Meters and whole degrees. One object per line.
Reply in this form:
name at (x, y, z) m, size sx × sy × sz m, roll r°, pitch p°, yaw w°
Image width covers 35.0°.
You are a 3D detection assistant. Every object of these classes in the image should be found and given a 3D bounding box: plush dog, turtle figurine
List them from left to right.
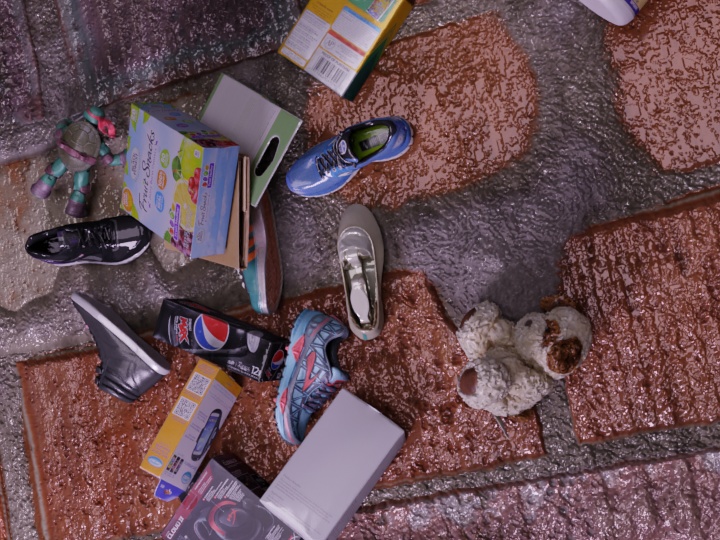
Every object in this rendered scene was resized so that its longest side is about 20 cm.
turtle figurine at (-0.431, -0.189, 1.780) m, size 0.150 × 0.101 × 0.200 m, roll 35°, pitch 104°, yaw 16°
plush dog at (0.235, 0.116, 1.531) m, size 0.172 × 0.200 × 0.160 m, roll -36°, pitch 111°, yaw 23°

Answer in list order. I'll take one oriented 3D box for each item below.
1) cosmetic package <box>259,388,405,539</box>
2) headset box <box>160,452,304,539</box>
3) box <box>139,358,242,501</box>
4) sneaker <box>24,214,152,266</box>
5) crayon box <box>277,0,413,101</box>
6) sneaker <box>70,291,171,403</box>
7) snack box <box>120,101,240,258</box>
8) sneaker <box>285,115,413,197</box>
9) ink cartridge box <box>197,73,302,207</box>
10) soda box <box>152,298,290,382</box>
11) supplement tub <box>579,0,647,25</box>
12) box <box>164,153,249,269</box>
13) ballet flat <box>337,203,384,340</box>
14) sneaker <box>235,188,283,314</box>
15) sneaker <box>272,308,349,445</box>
cosmetic package at (-0.036, 0.280, 1.607) m, size 0.113 × 0.081 × 0.200 m, roll 35°, pitch 75°, yaw 16°
headset box at (-0.186, 0.378, 1.688) m, size 0.200 × 0.075 × 0.149 m, roll 36°, pitch 98°, yaw 16°
box at (-0.250, 0.236, 1.661) m, size 0.041 × 0.119 × 0.200 m, roll 26°, pitch 76°, yaw 18°
sneaker at (-0.424, -0.042, 1.773) m, size 0.200 × 0.088 × 0.076 m, roll -11°, pitch 84°, yaw 17°
crayon box at (-0.013, -0.366, 1.672) m, size 0.126 × 0.052 × 0.200 m, roll 37°, pitch 100°, yaw 16°
sneaker at (-0.395, 0.124, 1.766) m, size 0.200 × 0.071 × 0.099 m, roll 41°, pitch 95°, yaw 11°
snack box at (-0.264, -0.133, 1.647) m, size 0.200 × 0.068 × 0.169 m, roll 32°, pitch 121°, yaw 43°
sneaker at (-0.026, -0.172, 1.649) m, size 0.200 × 0.089 × 0.079 m, roll -28°, pitch 79°, yaw 15°
ink cartridge box at (-0.167, -0.189, 1.682) m, size 0.200 × 0.048 × 0.146 m, roll 34°, pitch 98°, yaw 37°
soda box at (-0.206, 0.102, 1.697) m, size 0.200 × 0.071 × 0.063 m, roll 19°, pitch 96°, yaw 24°
supplement tub at (0.357, -0.442, 1.506) m, size 0.145 × 0.145 × 0.200 m, roll 42°, pitch 101°, yaw 15°
box at (-0.230, -0.097, 1.682) m, size 0.200 × 0.021 × 0.164 m, roll 14°, pitch 108°, yaw 46°
ballet flat at (0.000, 0.000, 1.648) m, size 0.069 × 0.069 × 0.200 m, roll -10°, pitch 85°, yaw 17°
sneaker at (-0.167, -0.028, 1.703) m, size 0.080 × 0.071 × 0.200 m, roll -11°, pitch 77°, yaw 18°
sneaker at (-0.067, 0.160, 1.657) m, size 0.095 × 0.079 × 0.200 m, roll 11°, pitch 92°, yaw 16°
